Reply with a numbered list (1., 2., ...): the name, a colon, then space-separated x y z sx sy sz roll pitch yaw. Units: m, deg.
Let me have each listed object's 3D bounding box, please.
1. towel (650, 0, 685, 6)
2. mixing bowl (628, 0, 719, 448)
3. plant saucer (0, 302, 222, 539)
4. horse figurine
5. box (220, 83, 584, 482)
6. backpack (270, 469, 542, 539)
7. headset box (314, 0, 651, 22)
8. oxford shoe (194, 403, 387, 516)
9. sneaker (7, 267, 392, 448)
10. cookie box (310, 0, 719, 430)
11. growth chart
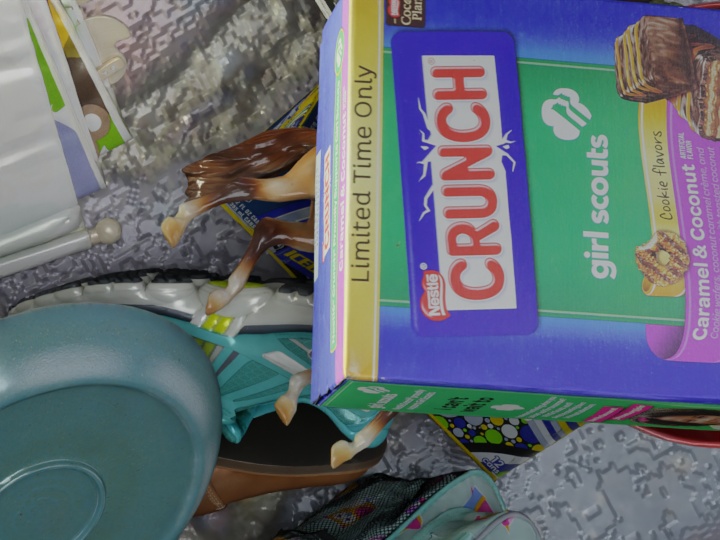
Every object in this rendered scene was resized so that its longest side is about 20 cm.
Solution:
1. towel: 0.146 -0.062 1.139 0.199 0.036 0.149 16 93 -9
2. mixing bowl: 0.160 -0.023 1.070 0.199 0.108 0.201 -1 94 -7
3. plant saucer: -0.144 0.100 0.988 0.199 0.027 0.201 -21 139 -20
4. horse figurine: 0.000 0.000 0.995 0.132 0.050 0.200 -31 65 -16
5. box: 0.028 0.002 1.098 0.200 0.064 0.070 45 126 -12
6. backpack: 0.008 0.203 1.054 0.199 0.153 0.177 -26 102 -29
7. headset box: 0.068 -0.173 1.026 0.200 0.075 0.149 -37 122 -7
8. oxford shoe: -0.087 0.094 1.108 0.199 0.071 0.072 0 126 -13
9. sneaker: -0.074 0.040 1.058 0.199 0.077 0.080 6 94 18
10. cookie box: 0.084 -0.024 0.942 0.199 0.075 0.172 3 75 -10
11. growth chart: -0.174 -0.078 1.053 0.144 0.018 0.201 -14 121 -11
